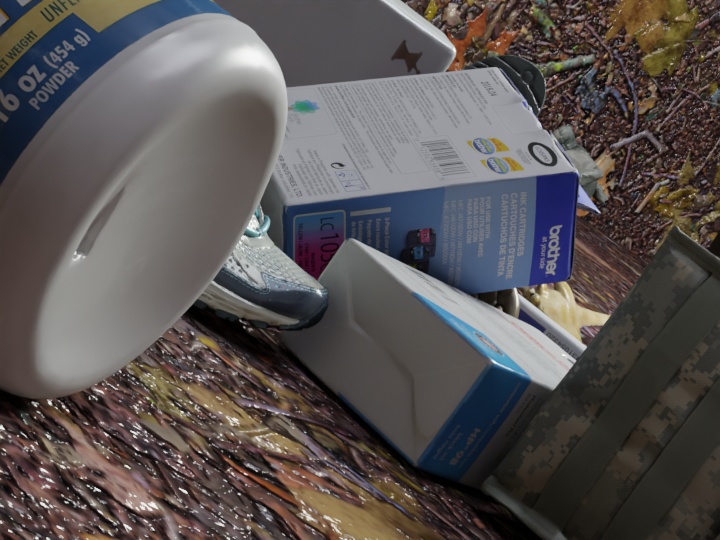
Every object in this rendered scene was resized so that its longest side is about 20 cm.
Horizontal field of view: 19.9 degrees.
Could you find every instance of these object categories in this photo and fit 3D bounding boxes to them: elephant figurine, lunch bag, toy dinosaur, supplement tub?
[{"bbox_3d":[0.299,-0.129,3.136,0.200,0.154,0.143,-85,164,-69],"label":"elephant figurine"},{"bbox_3d":[0.185,0.108,0.970,0.200,0.165,0.117,39,3,30],"label":"lunch bag"},{"bbox_3d":[0.177,0.030,1.885,0.199,0.058,0.101,9,41,-56],"label":"toy dinosaur"},{"bbox_3d":[-0.139,-0.069,0.697,0.199,0.145,0.145,38,8,17],"label":"supplement tub"}]

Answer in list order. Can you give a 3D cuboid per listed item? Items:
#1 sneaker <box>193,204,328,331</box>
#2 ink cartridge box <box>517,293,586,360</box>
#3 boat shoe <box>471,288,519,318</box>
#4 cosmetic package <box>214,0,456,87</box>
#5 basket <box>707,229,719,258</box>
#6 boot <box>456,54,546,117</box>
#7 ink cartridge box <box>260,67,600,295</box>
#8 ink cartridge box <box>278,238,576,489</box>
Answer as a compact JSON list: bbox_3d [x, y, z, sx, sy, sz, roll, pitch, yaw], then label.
[{"bbox_3d":[-0.091,-0.048,0.998,0.199,0.087,0.078,36,9,6],"label":"sneaker"},{"bbox_3d":[0.132,0.077,1.334,0.196,0.043,0.200,38,-7,16],"label":"ink cartridge box"},{"bbox_3d":[0.001,0.000,1.233,0.199,0.072,0.068,30,-27,11],"label":"boat shoe"},{"bbox_3d":[-0.045,-0.140,1.450,0.166,0.168,0.200,35,7,-5],"label":"cosmetic package"},{"bbox_3d":[0.322,0.054,1.750,0.136,0.201,0.180,37,9,13],"label":"basket"},{"bbox_3d":[0.061,-0.086,1.532,0.066,0.165,0.200,50,-1,3],"label":"boot"},{"bbox_3d":[0.036,-0.049,1.155,0.198,0.077,0.137,-9,33,-14],"label":"ink cartridge box"},{"bbox_3d":[0.063,0.063,1.072,0.116,0.067,0.199,40,9,36],"label":"ink cartridge box"}]
